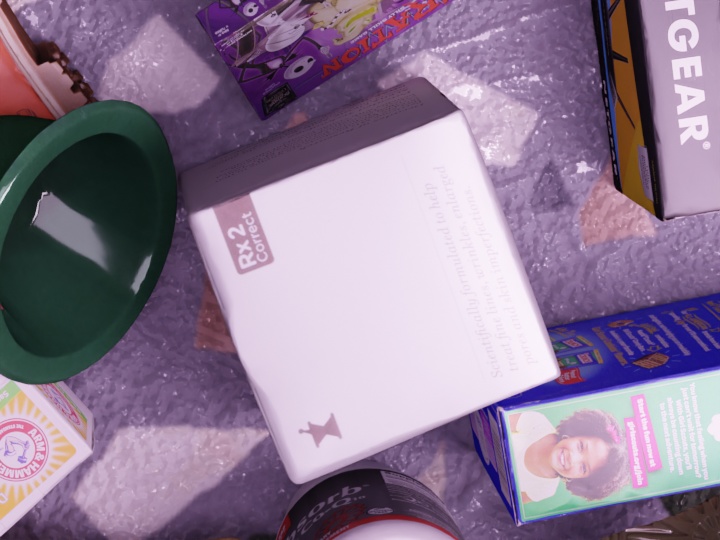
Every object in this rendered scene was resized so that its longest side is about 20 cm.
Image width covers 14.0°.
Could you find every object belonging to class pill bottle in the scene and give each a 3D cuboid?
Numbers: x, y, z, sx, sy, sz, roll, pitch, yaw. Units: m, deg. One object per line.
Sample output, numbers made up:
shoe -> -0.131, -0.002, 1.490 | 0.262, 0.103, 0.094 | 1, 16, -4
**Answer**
pill bottle -> 0.008, 0.180, 1.711 | 0.115, 0.200, 0.116 | -1, 99, -6

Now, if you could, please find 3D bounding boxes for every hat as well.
hat -> -0.224, -0.054, 1.687 | 0.166, 0.176, 0.200 | -41, 141, -34

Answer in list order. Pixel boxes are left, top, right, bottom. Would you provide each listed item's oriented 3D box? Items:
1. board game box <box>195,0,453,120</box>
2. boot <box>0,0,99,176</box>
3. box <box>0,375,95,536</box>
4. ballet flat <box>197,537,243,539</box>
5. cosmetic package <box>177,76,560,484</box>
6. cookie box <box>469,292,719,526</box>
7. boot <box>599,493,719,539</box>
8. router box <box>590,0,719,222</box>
board game box -> 0.008, -0.169, 1.702 | 0.200, 0.120, 0.032 | -33, 72, 0
boot -> -0.243, -0.129, 1.705 | 0.107, 0.075, 0.200 | -35, 102, 6
box -> -0.259, 0.060, 1.716 | 0.112, 0.101, 0.200 | -41, 100, 2
ballet flat -> -0.149, 0.195, 1.745 | 0.199, 0.063, 0.069 | 1, 82, -24
cosmetic package -> 0.000, 0.000, 1.682 | 0.165, 0.200, 0.165 | -22, 101, -2
cookie box -> 0.170, 0.076, 1.727 | 0.199, 0.171, 0.075 | -11, 102, -4
boot -> 0.203, 0.190, 1.736 | 0.175, 0.200, 0.066 | -8, 68, -1
router box -> 0.172, -0.139, 1.704 | 0.051, 0.149, 0.201 | -9, 99, -5
